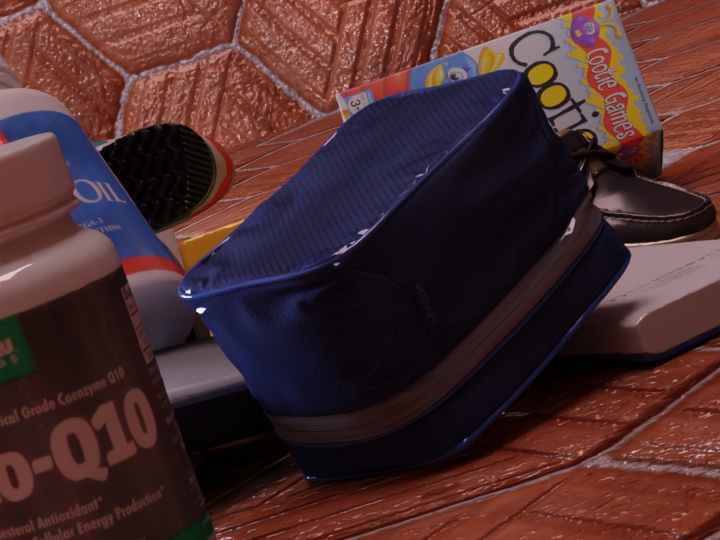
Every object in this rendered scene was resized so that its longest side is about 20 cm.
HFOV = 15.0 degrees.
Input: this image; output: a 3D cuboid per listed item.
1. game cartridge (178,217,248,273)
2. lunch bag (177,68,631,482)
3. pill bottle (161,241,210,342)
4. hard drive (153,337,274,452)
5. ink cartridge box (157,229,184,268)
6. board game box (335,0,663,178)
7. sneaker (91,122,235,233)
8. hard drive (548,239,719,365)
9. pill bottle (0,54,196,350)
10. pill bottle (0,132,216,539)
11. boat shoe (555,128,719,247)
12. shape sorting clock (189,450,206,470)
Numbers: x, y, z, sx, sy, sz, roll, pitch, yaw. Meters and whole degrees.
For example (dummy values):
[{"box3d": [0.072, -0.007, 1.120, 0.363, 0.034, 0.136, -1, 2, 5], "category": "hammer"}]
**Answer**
[{"box3d": [0.000, 0.000, 1.517, 0.176, 0.033, 0.200, -19, -18, 0], "category": "game cartridge"}, {"box3d": [0.031, 0.005, 1.298, 0.136, 0.133, 0.200, -8, 29, 50], "category": "lunch bag"}, {"box3d": [-0.194, 0.059, 1.593, 0.200, 0.112, 0.112, -22, 8, -23], "category": "pill bottle"}, {"box3d": [-0.093, 0.065, 1.374, 0.200, 0.033, 0.139, -13, 8, -41], "category": "hard drive"}, {"box3d": [-0.173, 0.007, 1.779, 0.084, 0.147, 0.200, -21, 8, -16], "category": "ink cartridge box"}, {"box3d": [0.096, -0.093, 1.870, 0.199, 0.105, 0.103, -19, -16, 0], "category": "board game box"}, {"box3d": [-0.164, -0.038, 1.597, 0.199, 0.071, 0.093, -14, -5, 17], "category": "sneaker"}, {"box3d": [0.135, 0.016, 1.401, 0.132, 0.025, 0.200, -24, 9, -29], "category": "hard drive"}, {"box3d": [-0.184, -0.027, 1.488, 0.112, 0.200, 0.112, -30, -26, -16], "category": "pill bottle"}, {"box3d": [-0.145, 0.049, 1.192, 0.113, 0.201, 0.113, -19, 8, 3], "category": "pill bottle"}, {"box3d": [0.118, -0.050, 1.600, 0.200, 0.065, 0.072, 13, 27, 38], "category": "boat shoe"}, {"box3d": [-0.177, 0.116, 1.414, 0.199, 0.039, 0.200, -19, 8, 3], "category": "shape sorting clock"}]
